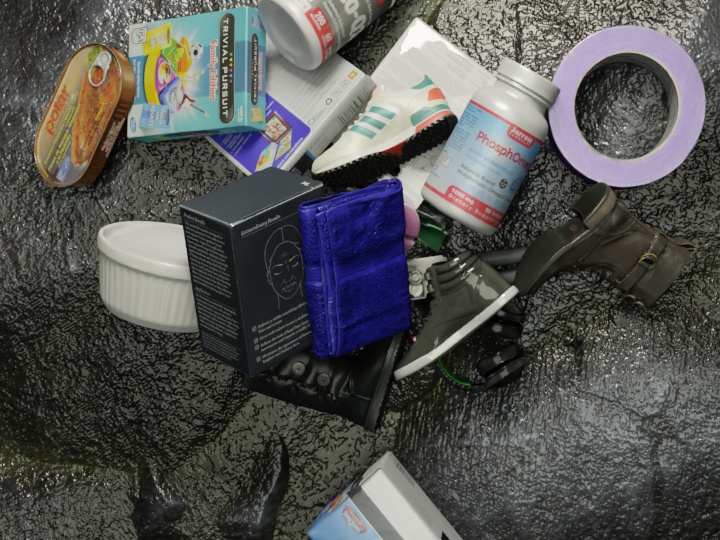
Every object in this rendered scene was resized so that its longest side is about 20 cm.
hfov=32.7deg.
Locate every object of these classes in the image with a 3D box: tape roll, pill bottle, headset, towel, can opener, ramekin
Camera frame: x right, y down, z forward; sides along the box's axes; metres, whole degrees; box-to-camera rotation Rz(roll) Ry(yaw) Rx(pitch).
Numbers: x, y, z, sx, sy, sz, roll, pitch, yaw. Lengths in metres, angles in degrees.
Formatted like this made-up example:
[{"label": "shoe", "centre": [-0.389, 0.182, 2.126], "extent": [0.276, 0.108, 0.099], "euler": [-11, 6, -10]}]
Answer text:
[{"label": "tape roll", "centre": [0.336, -0.206, 1.571], "extent": [0.196, 0.085, 0.204], "euler": [0, 92, 7]}, {"label": "pill bottle", "centre": [0.165, -0.155, 1.524], "extent": [0.108, 0.109, 0.202], "euler": [29, 98, 5]}, {"label": "headset", "centre": [0.189, 0.094, 1.616], "extent": [0.197, 0.094, 0.126], "euler": [-3, 91, 22]}, {"label": "towel", "centre": [0.000, 0.000, 1.486], "extent": [0.146, 0.049, 0.203], "euler": [-18, 117, -28]}, {"label": "can opener", "centre": [0.130, 0.002, 1.618], "extent": [0.196, 0.066, 0.054], "euler": [-8, 93, -2]}, {"label": "ramekin", "centre": [-0.249, 0.009, 1.595], "extent": [0.199, 0.202, 0.096], "euler": [14, 105, 6]}, {"label": "pill bottle", "centre": [-0.024, -0.358, 1.564], "extent": [0.200, 0.114, 0.114], "euler": [-42, 87, -19]}]

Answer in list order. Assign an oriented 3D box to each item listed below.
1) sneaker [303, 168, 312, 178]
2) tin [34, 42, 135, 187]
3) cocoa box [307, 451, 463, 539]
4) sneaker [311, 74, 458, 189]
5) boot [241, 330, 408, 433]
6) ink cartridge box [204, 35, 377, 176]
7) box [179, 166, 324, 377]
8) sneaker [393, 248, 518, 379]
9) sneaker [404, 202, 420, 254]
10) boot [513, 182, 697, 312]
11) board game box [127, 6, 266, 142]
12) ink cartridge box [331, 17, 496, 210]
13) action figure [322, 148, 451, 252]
[{"label": "sneaker", "centre": [-0.094, -0.107, 1.638], "extent": [0.073, 0.080, 0.204], "euler": [-10, 75, 29]}, {"label": "tin", "centre": [-0.371, -0.207, 1.651], "extent": [0.111, 0.042, 0.202], "euler": [35, 105, 24]}, {"label": "cocoa box", "centre": [0.047, 0.362, 1.596], "extent": [0.131, 0.133, 0.201], "euler": [-41, 87, 7]}, {"label": "sneaker", "centre": [0.021, -0.180, 1.562], "extent": [0.197, 0.070, 0.094], "euler": [-25, 65, 5]}, {"label": "boot", "centre": [-0.048, 0.107, 1.639], "extent": [0.197, 0.066, 0.167], "euler": [19, 92, 10]}, {"label": "ink cartridge box", "centre": [-0.106, -0.219, 1.613], "extent": [0.199, 0.043, 0.200], "euler": [-49, 54, 0]}, {"label": "box", "centre": [-0.121, -0.001, 1.491], "extent": [0.106, 0.147, 0.203], "euler": [21, 125, 42]}, {"label": "sneaker", "centre": [0.100, 0.051, 1.568], "extent": [0.200, 0.071, 0.100], "euler": [-41, 83, 21]}, {"label": "sneaker", "centre": [0.009, -0.005, 1.582], "extent": [0.079, 0.089, 0.203], "euler": [16, 105, -26]}, {"label": "boot", "centre": [0.314, 0.000, 1.572], "extent": [0.173, 0.070, 0.200], "euler": [36, 112, -22]}, {"label": "board game box", "centre": [-0.216, -0.254, 1.608], "extent": [0.197, 0.047, 0.154], "euler": [-2, 87, 31]}, {"label": "ink cartridge box", "centre": [0.075, -0.203, 1.606], "extent": [0.160, 0.050, 0.201], "euler": [38, 92, 8]}, {"label": "action figure", "centre": [0.033, -0.116, 1.626], "extent": [0.197, 0.055, 0.120], "euler": [23, 97, 9]}]
